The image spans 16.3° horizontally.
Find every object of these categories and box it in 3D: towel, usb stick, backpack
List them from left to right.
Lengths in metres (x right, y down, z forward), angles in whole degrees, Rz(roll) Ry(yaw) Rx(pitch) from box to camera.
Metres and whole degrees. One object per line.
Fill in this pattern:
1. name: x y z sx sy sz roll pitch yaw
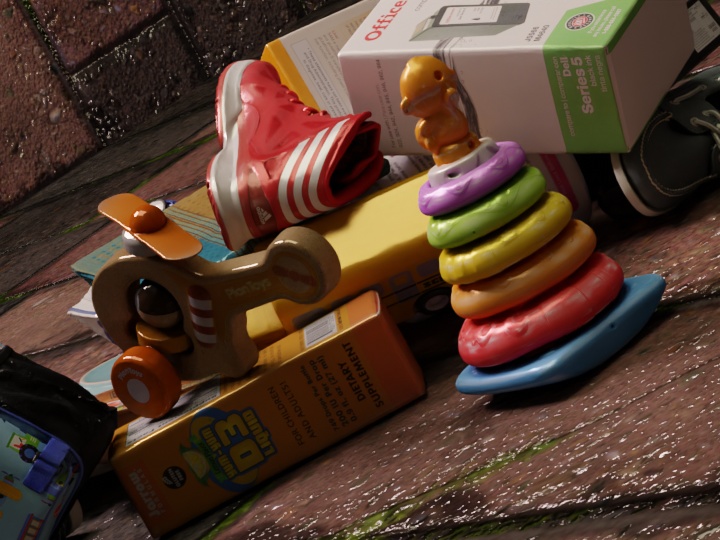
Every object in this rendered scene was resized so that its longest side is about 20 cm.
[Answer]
1. backpack: -0.278 0.119 1.570 0.183 0.199 0.135 -57 2 20
2. towel: -0.089 -0.032 1.731 0.199 0.022 0.146 -32 24 -18
3. usb stick: 0.212 -0.084 1.788 0.055 0.033 0.200 -19 14 23

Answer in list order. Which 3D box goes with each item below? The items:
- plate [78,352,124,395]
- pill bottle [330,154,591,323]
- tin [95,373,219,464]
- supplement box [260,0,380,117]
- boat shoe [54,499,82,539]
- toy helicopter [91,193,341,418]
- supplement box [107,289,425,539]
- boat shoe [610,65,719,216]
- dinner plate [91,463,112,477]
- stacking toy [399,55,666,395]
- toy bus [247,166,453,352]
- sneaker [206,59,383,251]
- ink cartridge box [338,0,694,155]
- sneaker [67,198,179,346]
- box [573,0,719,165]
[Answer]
1. plate: -0.149 0.073 1.932 0.199 0.026 0.200 -18 8 3
2. pill bottle: 0.051 -0.035 1.756 0.199 0.114 0.113 -31 11 -6
3. tin: -0.115 0.088 1.732 0.199 0.042 0.112 -19 3 -22
4. supplement box: 0.037 -0.143 1.893 0.199 0.127 0.074 -25 -15 -19
5. boat shoe: -0.279 0.180 1.742 0.199 0.075 0.062 -3 27 37
6. toy helicopter: -0.093 0.005 1.554 0.199 0.133 0.079 -17 18 42
7. supplement box: -0.060 0.092 1.597 0.199 0.067 0.069 -29 13 6
8. boat shoe: 0.230 -0.097 1.693 0.062 0.073 0.200 -26 5 36
9. dinner plate: -0.209 0.132 1.837 0.199 0.024 0.200 -15 8 2
10. stacking toy: 0.074 -0.034 1.456 0.116 0.201 0.110 -36 13 -30
11. toy bus: 0.000 0.000 1.648 0.199 0.065 0.078 -23 -32 4
12. sneaker: -0.036 -0.086 1.695 0.115 0.079 0.201 -12 36 10
13. ink cartridge box: 0.105 -0.148 1.692 0.199 0.084 0.146 1 34 28
14. sneaker: -0.153 0.003 1.831 0.116 0.080 0.199 -60 8 -4
15. box: 0.176 -0.118 1.910 0.200 0.044 0.160 -39 0 -42
